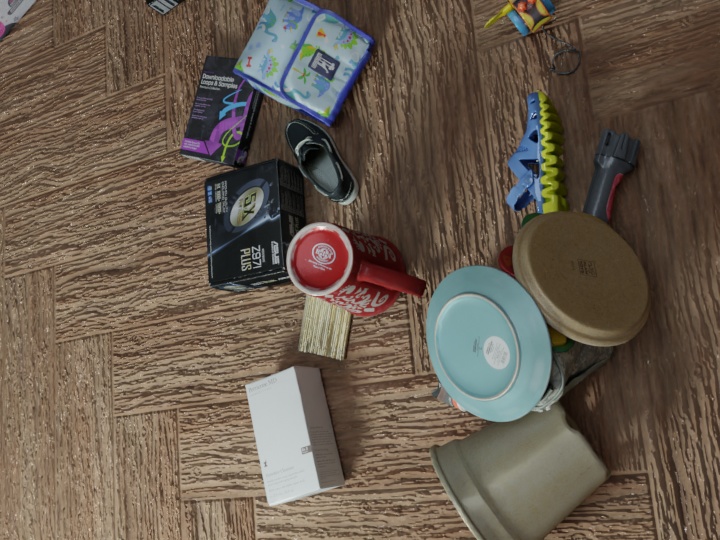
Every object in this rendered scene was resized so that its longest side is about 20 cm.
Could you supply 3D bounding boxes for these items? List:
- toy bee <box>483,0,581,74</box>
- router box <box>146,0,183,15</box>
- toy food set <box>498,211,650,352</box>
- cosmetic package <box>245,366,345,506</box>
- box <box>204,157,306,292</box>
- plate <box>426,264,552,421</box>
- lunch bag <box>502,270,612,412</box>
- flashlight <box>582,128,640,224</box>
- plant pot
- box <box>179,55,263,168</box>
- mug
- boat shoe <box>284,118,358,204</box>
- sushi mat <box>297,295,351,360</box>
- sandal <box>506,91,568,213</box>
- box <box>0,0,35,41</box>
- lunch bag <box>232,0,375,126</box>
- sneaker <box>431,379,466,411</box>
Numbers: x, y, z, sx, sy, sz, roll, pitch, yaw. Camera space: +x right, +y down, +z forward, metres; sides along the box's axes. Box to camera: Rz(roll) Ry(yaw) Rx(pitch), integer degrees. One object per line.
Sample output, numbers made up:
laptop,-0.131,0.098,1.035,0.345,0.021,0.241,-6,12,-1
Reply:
toy bee,0.257,-0.403,1.201,0.200,0.108,0.132,38,99,29
router box,-0.384,-0.651,1.636,0.156,0.052,0.202,-25,70,23
toy food set,0.273,0.007,1.009,0.049,0.196,0.202,120,138,-54
cosmetic package,-0.108,0.268,1.313,0.112,0.081,0.202,-25,71,26
box,-0.183,-0.075,1.409,0.162,0.086,0.202,-10,77,27
plate,0.150,0.094,1.006,0.199,0.025,0.203,12,107,46
lunch bag,0.236,0.090,1.073,0.168,0.199,0.140,42,123,24
flashlight,0.347,-0.090,1.126,0.067,0.068,0.202,17,85,22
plant pot,0.224,0.270,1.077,0.183,0.200,0.201,-37,65,6
box,-0.259,-0.303,1.519,0.142,0.036,0.202,14,87,31
mug,-0.004,-0.011,1.225,0.176,0.200,0.135,-16,76,19
boat shoe,-0.076,-0.198,1.382,0.076,0.060,0.200,-49,62,14
sushi mat,-0.052,0.045,1.357,0.095,0.012,0.202,6,85,31
sandal,0.255,-0.166,1.182,0.086,0.079,0.202,-6,78,32
box,-0.872,-0.632,1.866,0.199,0.132,0.115,-37,70,20
lunch bag,-0.094,-0.366,1.392,0.199,0.127,0.171,30,95,15
sneaker,0.141,0.105,1.204,0.081,0.077,0.202,6,84,36
